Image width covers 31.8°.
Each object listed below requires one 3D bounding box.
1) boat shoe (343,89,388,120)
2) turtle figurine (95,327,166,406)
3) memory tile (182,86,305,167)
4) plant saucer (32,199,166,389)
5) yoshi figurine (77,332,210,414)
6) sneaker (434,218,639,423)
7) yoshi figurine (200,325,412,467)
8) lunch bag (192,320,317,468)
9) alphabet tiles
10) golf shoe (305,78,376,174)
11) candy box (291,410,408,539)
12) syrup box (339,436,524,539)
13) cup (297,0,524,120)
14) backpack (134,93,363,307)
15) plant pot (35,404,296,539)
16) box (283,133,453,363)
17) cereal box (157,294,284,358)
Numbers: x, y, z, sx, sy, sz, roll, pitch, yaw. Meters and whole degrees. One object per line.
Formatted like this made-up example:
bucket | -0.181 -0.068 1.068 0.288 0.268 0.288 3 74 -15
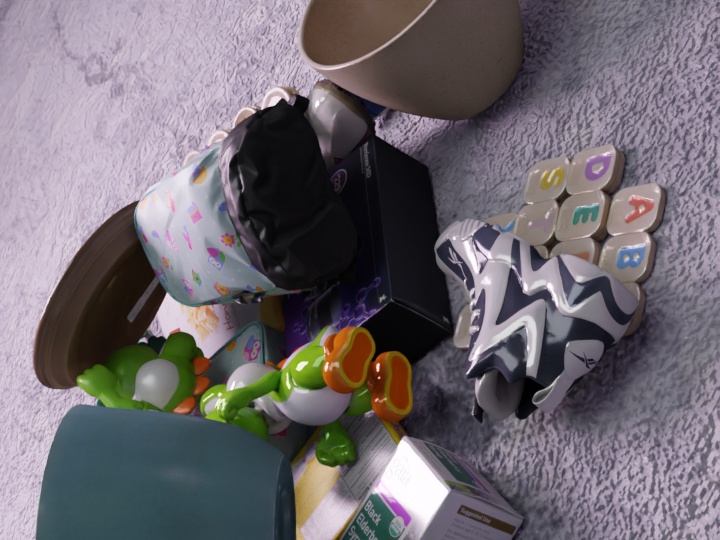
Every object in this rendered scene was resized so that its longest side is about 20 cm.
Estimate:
boat shoe | 0.023 -0.226 1.281 0.200 0.072 0.072 -50 28 2
turtle figurine | -0.238 0.130 1.336 0.200 0.100 0.151 138 153 -72
memory tile | -0.103 -0.073 1.194 0.200 0.017 0.154 -28 73 48
plant saucer | -0.230 0.027 1.178 0.201 0.029 0.200 -56 -14 -22
yoshi figurine | -0.212 0.140 1.140 0.113 0.111 0.201 116 180 -50
sneaker | 0.099 0.044 0.927 0.199 0.079 0.130 24 79 47
yoshi figurine | -0.060 0.118 1.023 0.199 0.112 0.113 -20 90 39
lunch bag | -0.119 0.148 1.193 0.200 0.077 0.161 -38 38 33
alphabet tiles | 0.147 -0.001 0.981 0.195 0.015 0.201 -9 60 52
golf shoe | -0.038 -0.106 1.200 0.092 0.072 0.200 -54 -6 -21
candy box | -0.033 0.198 1.074 0.200 0.026 0.102 -53 42 14
syrup box | 0.024 0.231 0.923 0.201 0.081 0.079 -59 33 8
cup | 0.065 -0.217 1.122 0.200 0.143 0.201 -30 39 28
backpack | -0.104 -0.046 1.084 0.200 0.126 0.168 -17 91 57
plant pot | -0.133 0.199 0.938 0.160 0.201 0.202 -1 55 5
box | 0.000 0.000 1.134 0.141 0.079 0.201 -37 40 31
cereal box | -0.142 0.020 1.294 0.199 0.039 0.145 -25 80 44
